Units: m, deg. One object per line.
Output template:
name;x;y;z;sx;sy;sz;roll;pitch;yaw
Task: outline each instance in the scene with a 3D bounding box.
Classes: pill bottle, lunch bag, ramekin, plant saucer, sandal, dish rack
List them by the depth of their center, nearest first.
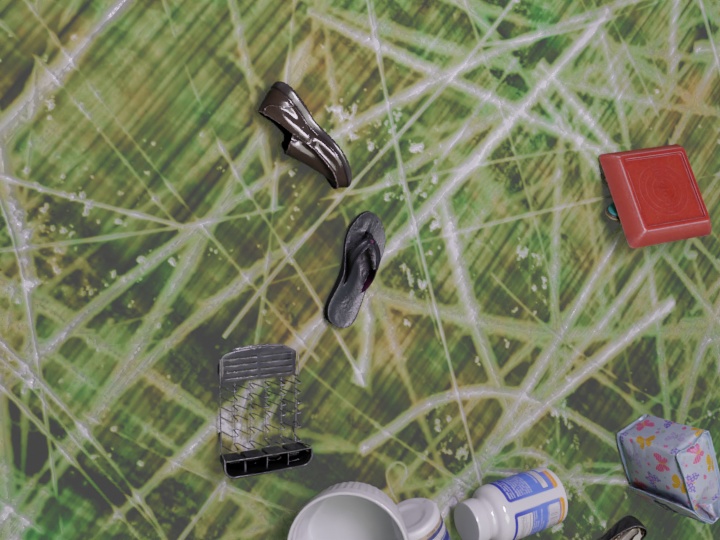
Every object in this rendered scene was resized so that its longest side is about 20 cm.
dish rack;-0.156;0.220;1.402;0.153;0.054;0.201;-4;97;-29
ramekin;-0.015;0.444;1.436;0.199;0.105;0.202;1;94;7
sandal;0.001;0.001;1.466;0.075;0.048;0.202;18;88;-29
pill bottle;0.117;0.516;1.554;0.111;0.111;0.201;-30;109;-23
pill bottle;0.278;0.446;1.636;0.199;0.112;0.113;-10;100;-27
plant saucer;0.589;-0.155;1.721;0.199;0.037;0.201;-9;75;-19
lunch bag;0.637;0.419;1.798;0.127;0.169;0.201;-29;109;-25

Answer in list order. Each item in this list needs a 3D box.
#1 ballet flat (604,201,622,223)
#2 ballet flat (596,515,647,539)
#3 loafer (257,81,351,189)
ballet flat;0.572;-0.127;1.766;0.199;0.071;0.071;-27;108;-22
ballet flat;0.515;0.578;1.807;0.200;0.068;0.068;-35;112;-21
loafer;-0.092;-0.201;1.386;0.071;0.073;0.200;-43;106;-12
